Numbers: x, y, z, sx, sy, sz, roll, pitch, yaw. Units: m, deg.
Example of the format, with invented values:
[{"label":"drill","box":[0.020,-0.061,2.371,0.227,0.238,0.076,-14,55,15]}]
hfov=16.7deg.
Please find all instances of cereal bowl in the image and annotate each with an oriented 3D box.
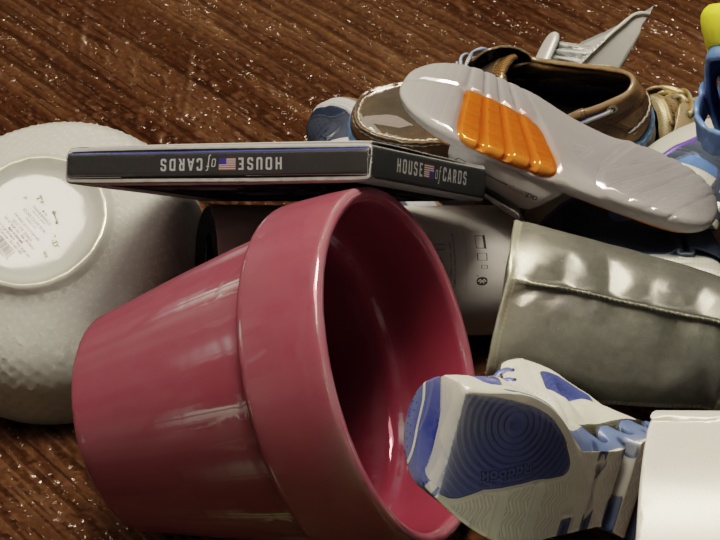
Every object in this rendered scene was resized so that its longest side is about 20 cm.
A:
[{"label":"cereal bowl","box":[-0.192,-0.011,1.525,0.199,0.083,0.201,-3,61,6]}]

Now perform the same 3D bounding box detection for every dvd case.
[{"label":"dvd case","box":[-0.047,-0.056,1.425,0.199,0.025,0.150,1,-2,28]}]

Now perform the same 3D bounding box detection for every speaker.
[{"label":"speaker","box":[0.000,0.000,1.489,0.199,0.082,0.081,-1,32,-15]}]

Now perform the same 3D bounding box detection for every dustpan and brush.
[{"label":"dustpan and brush","box":[0.107,-0.096,1.648,0.201,0.057,0.139,-62,12,-14]}]

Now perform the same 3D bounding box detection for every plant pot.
[{"label":"plant pot","box":[-0.053,0.069,1.365,0.178,0.201,0.200,-12,31,24]}]

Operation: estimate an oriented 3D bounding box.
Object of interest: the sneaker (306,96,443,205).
[{"label":"sneaker","box":[-0.022,-0.044,1.612,0.108,0.070,0.200,-18,38,-16]}]

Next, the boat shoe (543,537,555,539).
[{"label":"boat shoe","box":[0.103,0.190,1.247,0.074,0.062,0.200,-9,33,-1]}]

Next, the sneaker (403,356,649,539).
[{"label":"sneaker","box":[0.084,0.095,1.331,0.199,0.081,0.115,14,8,-41]}]

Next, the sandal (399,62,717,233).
[{"label":"sandal","box":[0.111,-0.056,1.480,0.206,0.059,0.079,25,38,7]}]

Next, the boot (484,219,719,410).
[{"label":"boot","box":[0.183,0.004,1.415,0.199,0.073,0.183,14,72,14]}]

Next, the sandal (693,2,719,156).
[{"label":"sandal","box":[0.239,-0.088,1.458,0.079,0.200,0.088,5,76,26]}]

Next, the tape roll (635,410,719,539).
[{"label":"tape roll","box":[0.204,0.166,1.139,0.138,0.204,0.203,-1,35,13]}]

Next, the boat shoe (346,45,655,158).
[{"label":"boat shoe","box":[0.086,-0.108,1.560,0.199,0.073,0.073,-3,56,9]}]

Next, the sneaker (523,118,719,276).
[{"label":"sneaker","box":[0.210,-0.011,1.514,0.199,0.081,0.147,-20,45,-24]}]

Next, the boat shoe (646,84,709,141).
[{"label":"boat shoe","box":[0.207,-0.086,1.622,0.199,0.065,0.071,-26,38,-23]}]
